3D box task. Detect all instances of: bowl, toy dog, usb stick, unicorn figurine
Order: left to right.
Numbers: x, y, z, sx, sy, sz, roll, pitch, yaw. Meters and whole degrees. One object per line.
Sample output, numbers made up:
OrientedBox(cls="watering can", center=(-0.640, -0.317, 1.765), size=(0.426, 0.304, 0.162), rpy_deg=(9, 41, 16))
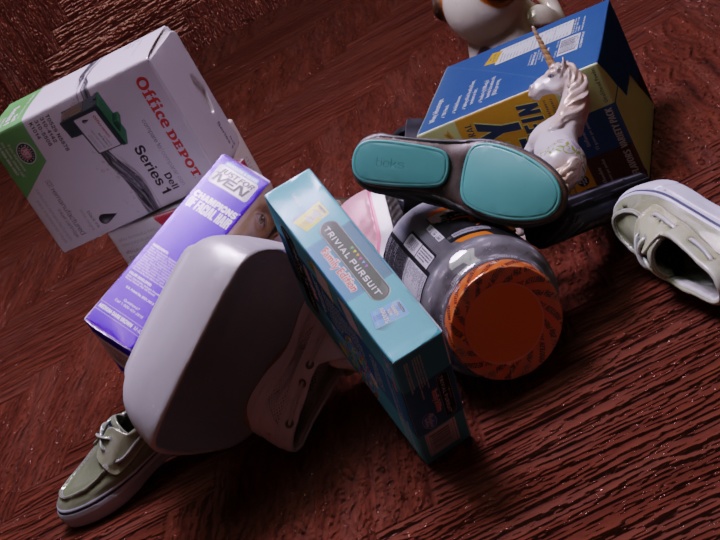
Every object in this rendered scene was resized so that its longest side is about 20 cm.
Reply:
OrientedBox(cls="bowl", center=(-0.123, 0.057, 1.239), size=(0.202, 0.074, 0.199), rpy_deg=(-63, -23, 7))
OrientedBox(cls="toy dog", center=(0.166, -0.272, 1.705), size=(0.194, 0.201, 0.139), rpy_deg=(-40, 22, -28))
OrientedBox(cls="unicorn figurine", center=(0.172, -0.112, 1.321), size=(0.138, 0.073, 0.201), rpy_deg=(-52, 29, 23))
OrientedBox(cls="usb stick", center=(0.206, -0.055, 1.269), size=(0.055, 0.033, 0.199), rpy_deg=(-35, -9, 33))

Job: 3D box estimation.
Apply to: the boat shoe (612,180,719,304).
OrientedBox(cls="boat shoe", center=(0.255, -0.024, 1.147), size=(0.062, 0.073, 0.200), rpy_deg=(-22, 20, -17))

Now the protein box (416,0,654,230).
OrientedBox(cls="protein box", center=(0.189, -0.158, 1.494), size=(0.198, 0.136, 0.199), rpy_deg=(-20, 22, 23))

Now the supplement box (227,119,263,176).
OrientedBox(cls="supplement box", center=(-0.152, -0.049, 1.603), size=(0.073, 0.201, 0.126), rpy_deg=(-14, 24, 36))

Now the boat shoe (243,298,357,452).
OrientedBox(cls="boat shoe", center=(-0.025, 0.070, 1.272), size=(0.069, 0.071, 0.201), rpy_deg=(30, 91, 30))

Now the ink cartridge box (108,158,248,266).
OrientedBox(cls="ink cartridge box", center=(-0.141, 0.005, 1.462), size=(0.144, 0.201, 0.084), rpy_deg=(-15, 27, 33))

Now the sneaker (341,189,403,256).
OrientedBox(cls="sneaker", center=(0.000, 0.000, 1.422), size=(0.104, 0.076, 0.201), rpy_deg=(-24, 39, 11))

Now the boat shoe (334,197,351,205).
OrientedBox(cls="boat shoe", center=(-0.004, -0.051, 1.587), size=(0.075, 0.075, 0.202), rpy_deg=(-45, 31, 2))

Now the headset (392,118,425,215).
OrientedBox(cls="headset", center=(0.051, -0.097, 1.572), size=(0.093, 0.125, 0.200), rpy_deg=(1, -6, 6))

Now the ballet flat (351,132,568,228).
OrientedBox(cls="ballet flat", center=(0.089, -0.081, 1.216), size=(0.198, 0.069, 0.068), rpy_deg=(16, 1, 22))

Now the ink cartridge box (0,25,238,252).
OrientedBox(cls="ink cartridge box", center=(-0.242, -0.129, 1.409), size=(0.198, 0.147, 0.085), rpy_deg=(-23, 25, 20))

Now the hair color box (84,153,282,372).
OrientedBox(cls="hair color box", center=(-0.152, 0.006, 1.296), size=(0.064, 0.110, 0.201), rpy_deg=(29, 71, 23))

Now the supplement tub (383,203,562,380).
OrientedBox(cls="supplement tub", center=(0.096, 0.016, 1.223), size=(0.122, 0.123, 0.200), rpy_deg=(-30, 20, -3))

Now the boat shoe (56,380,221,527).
OrientedBox(cls="boat shoe", center=(-0.218, 0.161, 1.349), size=(0.200, 0.062, 0.072), rpy_deg=(-41, 30, 2))

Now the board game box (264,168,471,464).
OrientedBox(cls="board game box", center=(0.006, 0.036, 1.130), size=(0.047, 0.152, 0.200), rpy_deg=(-31, 53, -10))
